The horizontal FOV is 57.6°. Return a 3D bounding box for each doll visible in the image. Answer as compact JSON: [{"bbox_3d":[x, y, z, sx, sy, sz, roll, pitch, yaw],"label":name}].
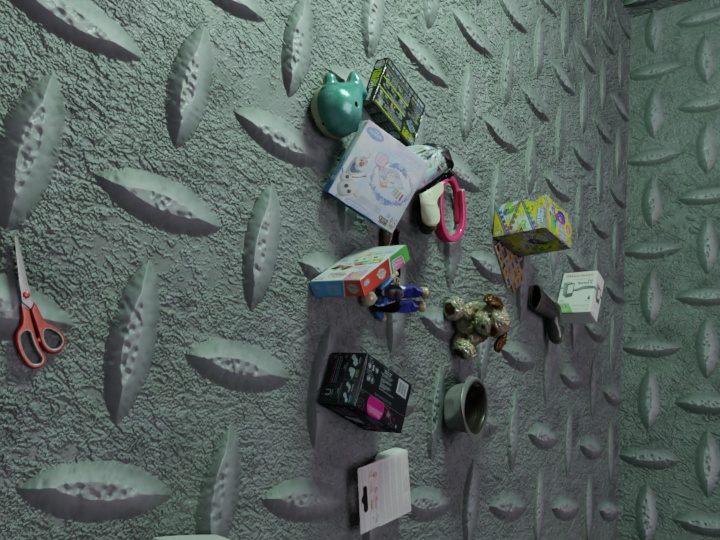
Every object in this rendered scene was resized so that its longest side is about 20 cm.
[{"bbox_3d":[0.083,0.068,1.687,0.200,0.048,0.137,1,106,-35],"label":"doll"}]

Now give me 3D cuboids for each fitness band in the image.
[{"bbox_3d":[0.268,-0.185,1.965,0.144,0.037,0.200,-16,104,-51],"label":"fitness band"}]

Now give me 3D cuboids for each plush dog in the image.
[{"bbox_3d":[0.364,0.155,1.949,0.160,0.172,0.200,-24,104,-50],"label":"plush dog"}]

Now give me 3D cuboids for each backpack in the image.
[{"bbox_3d":[0.128,-0.259,1.731,0.200,0.167,0.127,-34,105,-33],"label":"backpack"}]

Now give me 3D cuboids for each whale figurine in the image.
[{"bbox_3d":[-0.031,-0.405,1.569,0.200,0.104,0.159,-53,125,-38],"label":"whale figurine"}]

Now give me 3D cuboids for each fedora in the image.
[{"bbox_3d":[0.300,0.403,1.911,0.177,0.090,0.200,57,40,-33],"label":"fedora"}]

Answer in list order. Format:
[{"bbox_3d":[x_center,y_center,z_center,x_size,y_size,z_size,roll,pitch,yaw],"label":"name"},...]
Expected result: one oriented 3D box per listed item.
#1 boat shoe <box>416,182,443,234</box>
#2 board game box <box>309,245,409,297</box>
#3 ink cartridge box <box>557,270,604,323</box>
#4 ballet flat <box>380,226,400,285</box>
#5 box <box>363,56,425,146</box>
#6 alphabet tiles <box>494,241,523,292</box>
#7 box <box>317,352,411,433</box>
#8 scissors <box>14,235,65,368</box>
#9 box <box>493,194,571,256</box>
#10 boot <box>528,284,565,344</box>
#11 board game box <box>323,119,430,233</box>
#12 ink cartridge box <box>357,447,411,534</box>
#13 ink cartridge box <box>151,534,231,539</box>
[{"bbox_3d":[0.193,-0.196,1.867,0.074,0.063,0.202,10,59,-7],"label":"boat shoe"},{"bbox_3d":[0.000,0.000,1.531,0.200,0.153,0.040,-37,116,-46],"label":"board game box"},{"bbox_3d":[0.874,0.106,2.609,0.084,0.145,0.200,47,52,-36],"label":"ink cartridge box"},{"bbox_3d":[0.085,-0.038,1.722,0.067,0.046,0.200,3,85,-51],"label":"ballet flat"},{"bbox_3d":[0.092,-0.449,1.777,0.200,0.044,0.160,41,57,-41],"label":"box"},{"bbox_3d":[0.532,-0.033,2.309,0.167,0.008,0.200,-42,119,-45],"label":"alphabet tiles"},{"bbox_3d":[0.013,0.289,1.548,0.200,0.115,0.132,41,55,-43],"label":"box"},{"bbox_3d":[-0.513,0.051,0.997,0.073,0.014,0.200,-33,114,-46],"label":"scissors"},{"bbox_3d":[0.589,-0.146,2.234,0.200,0.192,0.122,27,63,-44],"label":"box"},{"bbox_3d":[0.695,0.166,2.441,0.200,0.072,0.182,34,47,-52],"label":"boot"},{"bbox_3d":[0.042,-0.225,1.590,0.200,0.043,0.199,31,86,-25],"label":"board game box"},{"bbox_3d":[0.047,0.542,1.623,0.200,0.050,0.161,-1,88,-47],"label":"ink cartridge box"},{"bbox_3d":[-0.257,0.547,1.117,0.145,0.200,0.147,23,69,-45],"label":"ink cartridge box"}]
